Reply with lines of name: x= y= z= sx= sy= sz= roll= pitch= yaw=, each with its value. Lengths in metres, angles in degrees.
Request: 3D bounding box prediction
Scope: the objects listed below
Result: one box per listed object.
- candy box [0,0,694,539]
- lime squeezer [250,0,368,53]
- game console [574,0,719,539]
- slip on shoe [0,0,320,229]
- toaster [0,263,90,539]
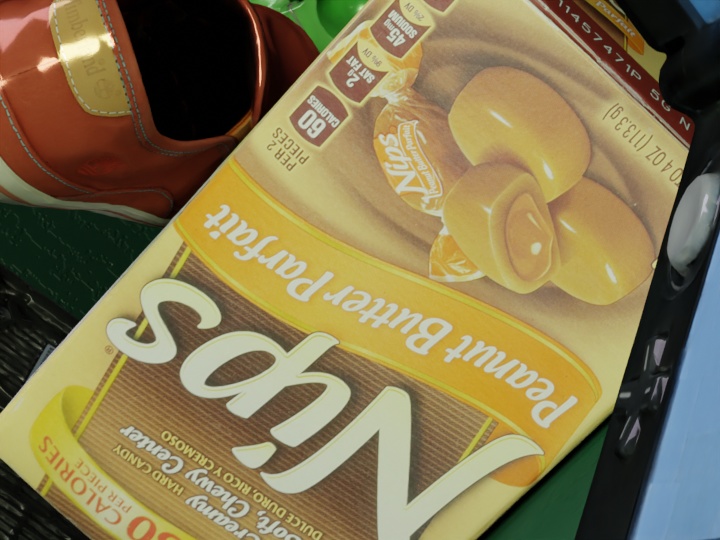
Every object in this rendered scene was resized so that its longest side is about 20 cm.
candy box: x=0.006 y=0.010 z=0.685 sx=0.200 sy=0.115 sz=0.055 roll=-46 pitch=3 yaw=25
lime squeezer: x=0.002 y=-0.097 z=0.923 sx=0.070 sy=0.038 sz=0.200 roll=-21 pitch=12 yaw=-27
game console: x=0.044 y=-0.040 z=0.405 sx=0.200 sy=0.116 sz=0.177 roll=146 pitch=143 yaw=-76
slip on shoe: x=-0.048 y=-0.052 z=0.731 sx=0.061 sy=0.074 sz=0.200 roll=-21 pitch=-6 yaw=21
toaster: x=-0.128 y=0.100 z=0.876 sx=0.119 sy=0.200 sz=0.181 roll=-48 pitch=11 yaw=33
